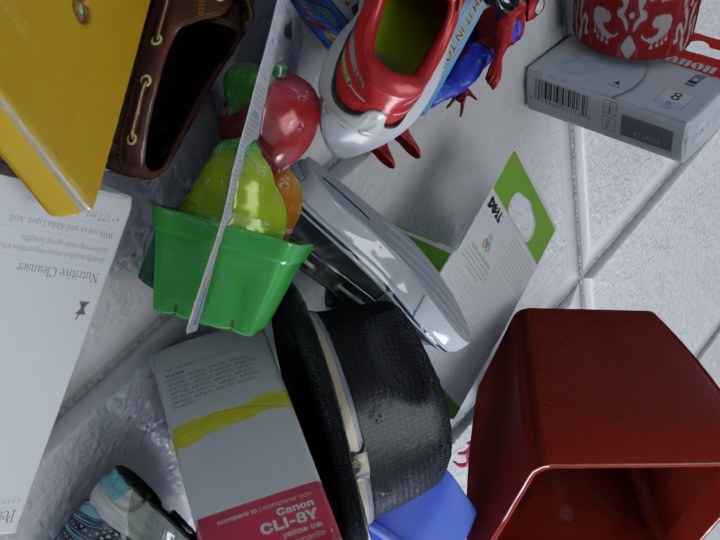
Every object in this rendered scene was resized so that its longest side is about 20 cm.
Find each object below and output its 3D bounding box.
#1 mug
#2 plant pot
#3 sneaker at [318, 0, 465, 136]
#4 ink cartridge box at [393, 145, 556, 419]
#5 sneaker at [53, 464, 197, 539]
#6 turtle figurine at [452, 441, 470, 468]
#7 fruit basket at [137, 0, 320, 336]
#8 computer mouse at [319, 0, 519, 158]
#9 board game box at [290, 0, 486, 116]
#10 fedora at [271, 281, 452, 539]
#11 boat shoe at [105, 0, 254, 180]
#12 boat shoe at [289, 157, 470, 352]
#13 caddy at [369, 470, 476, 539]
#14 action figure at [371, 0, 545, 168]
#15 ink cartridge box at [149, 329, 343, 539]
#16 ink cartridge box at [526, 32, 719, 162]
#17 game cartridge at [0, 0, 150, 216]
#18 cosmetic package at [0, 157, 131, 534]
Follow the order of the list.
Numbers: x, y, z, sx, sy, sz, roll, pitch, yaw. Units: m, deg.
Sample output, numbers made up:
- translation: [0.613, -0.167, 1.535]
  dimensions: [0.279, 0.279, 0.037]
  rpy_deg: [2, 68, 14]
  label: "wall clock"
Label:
- translation: [0.260, -0.302, 1.055]
  dimensions: [0.177, 0.133, 0.200]
  rpy_deg: [-34, 139, -36]
  label: "mug"
- translation: [0.195, 0.142, 1.060]
  dimensions: [0.199, 0.177, 0.200]
  rpy_deg: [1, 141, -14]
  label: "plant pot"
- translation: [0.041, -0.173, 0.724]
  dimensions: [0.077, 0.085, 0.200]
  rpy_deg: [22, 72, -16]
  label: "sneaker"
- translation: [0.075, 0.004, 1.034]
  dimensions: [0.200, 0.076, 0.148]
  rpy_deg: [-59, 146, -13]
  label: "ink cartridge box"
- translation: [-0.152, 0.214, 0.865]
  dimensions: [0.086, 0.078, 0.200]
  rpy_deg: [-40, 137, -10]
  label: "sneaker"
- translation: [0.168, 0.149, 1.234]
  dimensions: [0.200, 0.101, 0.150]
  rpy_deg: [-41, 159, -58]
  label: "turtle figurine"
- translation: [-0.071, -0.065, 0.747]
  dimensions: [0.185, 0.093, 0.201]
  rpy_deg: [-57, 156, -87]
  label: "fruit basket"
- translation: [0.043, -0.151, 0.806]
  dimensions: [0.200, 0.044, 0.110]
  rpy_deg: [-57, 147, -19]
  label: "computer mouse"
- translation: [0.032, -0.241, 0.835]
  dimensions: [0.200, 0.056, 0.196]
  rpy_deg: [-61, 147, -8]
  label: "board game box"
- translation: [0.005, 0.094, 0.848]
  dimensions: [0.091, 0.201, 0.201]
  rpy_deg: [-16, 129, -12]
  label: "fedora"
- translation: [-0.095, -0.143, 0.706]
  dimensions: [0.070, 0.070, 0.200]
  rpy_deg: [31, 82, -52]
  label: "boat shoe"
- translation: [0.000, 0.000, 0.896]
  dimensions: [0.071, 0.072, 0.200]
  rpy_deg: [-38, 117, 17]
  label: "boat shoe"
- translation: [0.008, 0.203, 1.006]
  dimensions: [0.105, 0.141, 0.200]
  rpy_deg: [-59, 146, -19]
  label: "caddy"
- translation: [0.084, -0.158, 0.956]
  dimensions: [0.052, 0.065, 0.200]
  rpy_deg: [44, 67, -10]
  label: "action figure"
- translation: [-0.067, 0.153, 0.801]
  dimensions: [0.083, 0.200, 0.145]
  rpy_deg: [-18, 133, -8]
  label: "ink cartridge box"
- translation: [0.271, -0.186, 1.111]
  dimensions: [0.200, 0.160, 0.047]
  rpy_deg: [-41, 141, -33]
  label: "ink cartridge box"
- translation: [-0.164, -0.153, 0.564]
  dimensions: [0.200, 0.032, 0.177]
  rpy_deg: [59, 30, -49]
  label: "game cartridge"
- translation: [-0.213, 0.037, 0.642]
  dimensions: [0.113, 0.081, 0.200]
  rpy_deg: [8, 103, -58]
  label: "cosmetic package"
